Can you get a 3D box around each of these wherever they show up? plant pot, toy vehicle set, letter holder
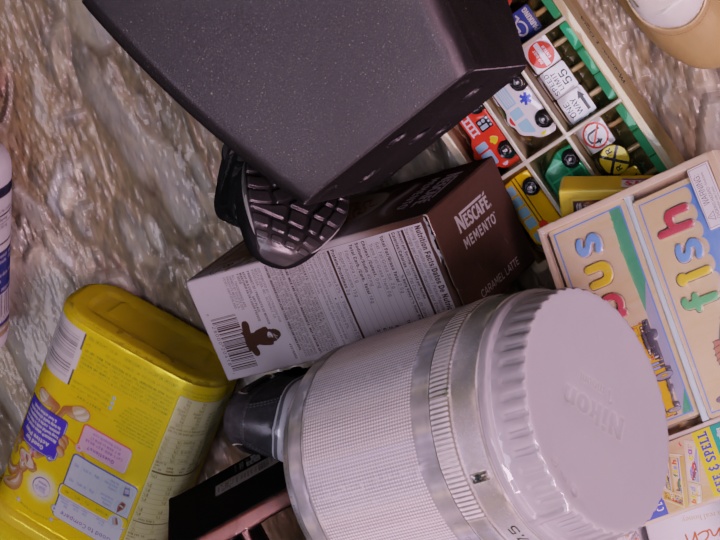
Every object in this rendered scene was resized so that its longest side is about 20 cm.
[{"bbox_3d":[-0.012,-0.154,1.145,0.199,0.200,0.178,-37,85,20],"label":"plant pot"},{"bbox_3d":[0.111,-0.112,1.233,0.124,0.027,0.201,-34,94,27],"label":"toy vehicle set"},{"bbox_3d":[-0.056,0.212,1.274,0.100,0.200,0.143,-28,95,-3],"label":"letter holder"}]

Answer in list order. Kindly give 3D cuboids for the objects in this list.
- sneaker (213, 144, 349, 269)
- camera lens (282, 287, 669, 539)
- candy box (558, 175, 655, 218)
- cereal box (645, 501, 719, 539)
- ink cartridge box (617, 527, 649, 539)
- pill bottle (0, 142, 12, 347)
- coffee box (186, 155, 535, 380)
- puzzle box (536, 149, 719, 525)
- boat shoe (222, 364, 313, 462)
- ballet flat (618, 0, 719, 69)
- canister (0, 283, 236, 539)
[{"bbox_3d":[-0.059,-0.049,1.239,0.075,0.201,0.088,23,122,-17],"label":"sneaker"},{"bbox_3d":[0.064,0.105,1.124,0.199,0.160,0.161,-20,100,39],"label":"camera lens"},{"bbox_3d":[0.230,-0.012,1.204,0.198,0.026,0.103,0,120,15],"label":"candy box"},{"bbox_3d":[0.268,0.183,1.256,0.142,0.040,0.202,-14,102,14],"label":"cereal box"},{"bbox_3d":[0.162,0.224,1.233,0.044,0.200,0.178,-11,103,24],"label":"ink cartridge box"},{"bbox_3d":[-0.313,-0.041,1.376,0.110,0.111,0.202,12,112,17],"label":"pill bottle"},{"bbox_3d":[0.000,0.000,1.251,0.198,0.114,0.080,-15,105,33],"label":"coffee box"},{"bbox_3d":[0.197,0.043,1.151,0.132,0.025,0.202,-25,78,31],"label":"puzzle box"},{"bbox_3d":[-0.043,0.093,1.271,0.056,0.200,0.070,8,91,10],"label":"boat shoe"},{"bbox_3d":[0.169,-0.207,1.157,0.068,0.063,0.201,-29,96,27],"label":"ballet flat"},{"bbox_3d":[-0.185,0.129,1.400,0.147,0.087,0.201,28,114,9],"label":"canister"}]
